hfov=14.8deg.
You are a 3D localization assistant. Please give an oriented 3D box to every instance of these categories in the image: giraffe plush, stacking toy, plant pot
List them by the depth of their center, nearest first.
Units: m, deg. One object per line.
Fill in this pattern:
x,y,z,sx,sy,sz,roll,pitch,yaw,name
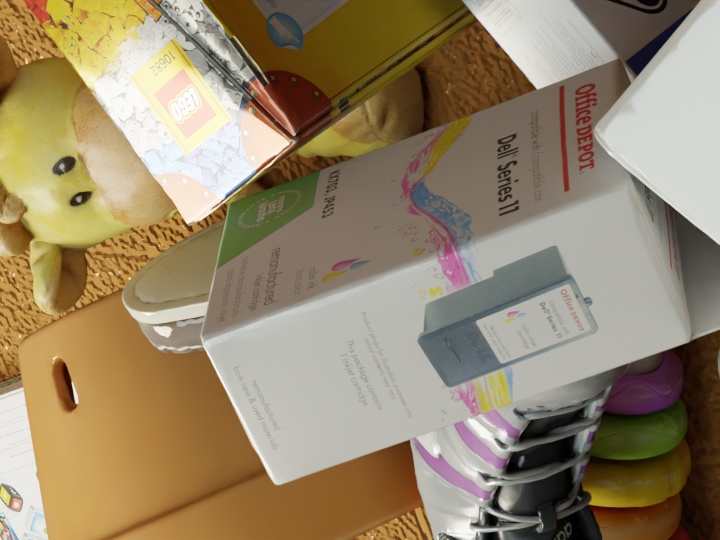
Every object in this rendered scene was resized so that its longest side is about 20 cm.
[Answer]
0.103,0.060,1.190,0.116,0.110,0.201,23,118,27,stacking toy
-0.094,-0.075,1.204,0.173,0.162,0.200,54,135,-2,giraffe plush
-0.067,0.070,1.265,0.200,0.200,0.141,-25,88,45,plant pot

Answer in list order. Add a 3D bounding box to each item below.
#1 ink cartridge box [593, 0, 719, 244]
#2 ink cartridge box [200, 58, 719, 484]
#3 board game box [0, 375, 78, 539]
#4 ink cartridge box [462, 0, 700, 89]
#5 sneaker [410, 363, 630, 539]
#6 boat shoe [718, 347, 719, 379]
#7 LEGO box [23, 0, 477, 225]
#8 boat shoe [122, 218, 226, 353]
0.185,-0.103,0.928,0.083,0.147,0.200,42,114,7,ink cartridge box
0.051,-0.008,0.983,0.199,0.117,0.068,-20,113,11,ink cartridge box
-0.127,0.105,1.439,0.200,0.035,0.127,-19,103,45,board game box
0.106,-0.095,1.079,0.200,0.094,0.044,50,135,3,ink cartridge box
0.071,0.082,1.088,0.200,0.077,0.141,162,95,-78,sneaker
0.209,0.019,1.091,0.200,0.062,0.075,-28,99,47,boat shoe
-0.031,-0.133,1.090,0.149,0.200,0.077,54,135,-1,LEGO box
0.000,0.000,1.178,0.072,0.199,0.060,-120,13,-56,boat shoe
